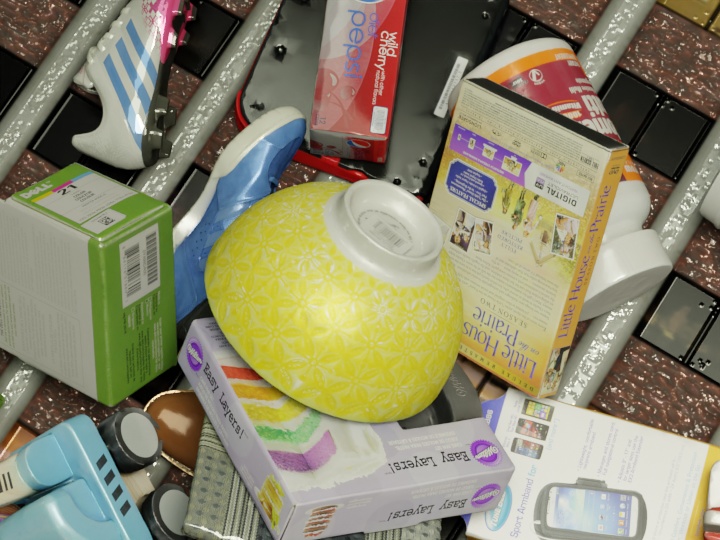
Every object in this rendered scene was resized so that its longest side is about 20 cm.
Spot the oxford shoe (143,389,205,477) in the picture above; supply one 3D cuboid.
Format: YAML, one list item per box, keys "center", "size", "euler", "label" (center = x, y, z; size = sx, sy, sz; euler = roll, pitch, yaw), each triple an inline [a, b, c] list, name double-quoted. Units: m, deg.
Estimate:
- center: [-0.078, 0.138, 1.446]
  size: [0.200, 0.071, 0.071]
  euler: [21, 79, 11]
  label: "oxford shoe"

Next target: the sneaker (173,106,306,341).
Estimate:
- center: [-0.082, -0.023, 1.479]
  size: [0.111, 0.077, 0.200]
  euler: [39, 90, 18]
  label: "sneaker"

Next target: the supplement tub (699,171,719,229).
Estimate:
- center: [0.371, -0.039, 1.422]
  size: [0.200, 0.145, 0.145]
  euler: [34, 80, 12]
  label: "supplement tub"

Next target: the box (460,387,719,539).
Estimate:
- center: [0.168, 0.167, 1.437]
  size: [0.200, 0.041, 0.119]
  euler: [16, 77, 10]
  label: "box"

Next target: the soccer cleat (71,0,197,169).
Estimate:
- center: [-0.186, -0.181, 1.539]
  size: [0.086, 0.070, 0.200]
  euler: [7, 76, 6]
  label: "soccer cleat"

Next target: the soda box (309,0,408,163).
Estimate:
- center: [0.003, -0.191, 1.501]
  size: [0.063, 0.070, 0.200]
  euler: [8, 77, 1]
  label: "soda box"

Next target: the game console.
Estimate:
- center: [0.007, -0.171, 1.548]
  size: [0.177, 0.031, 0.200]
  euler: [22, 78, 5]
  label: "game console"

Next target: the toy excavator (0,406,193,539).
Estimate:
- center: [-0.237, 0.157, 1.362]
  size: [0.100, 0.200, 0.195]
  euler: [-30, 87, 35]
  label: "toy excavator"

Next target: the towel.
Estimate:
- center: [-0.028, 0.150, 1.388]
  size: [0.192, 0.035, 0.200]
  euler: [18, 39, -7]
  label: "towel"

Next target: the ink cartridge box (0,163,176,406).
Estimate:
- center: [-0.240, -0.007, 1.452]
  size: [0.200, 0.148, 0.076]
  euler: [25, 39, 31]
  label: "ink cartridge box"

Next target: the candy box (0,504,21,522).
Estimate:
- center: [-0.326, 0.192, 1.392]
  size: [0.117, 0.200, 0.056]
  euler: [-55, 34, -11]
  label: "candy box"

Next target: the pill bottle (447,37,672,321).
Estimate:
- center: [0.155, -0.069, 1.464]
  size: [0.109, 0.110, 0.200]
  euler: [-25, 75, -3]
  label: "pill bottle"

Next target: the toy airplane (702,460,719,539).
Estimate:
- center: [0.337, 0.190, 1.346]
  size: [0.199, 0.141, 0.200]
  euler: [-34, 86, -16]
  label: "toy airplane"

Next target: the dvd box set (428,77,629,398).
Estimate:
- center: [0.111, -0.025, 1.415]
  size: [0.146, 0.029, 0.200]
  euler: [30, 116, 37]
  label: "dvd box set"

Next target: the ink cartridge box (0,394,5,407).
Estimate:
- center: [-0.393, 0.146, 1.464]
  size: [0.148, 0.076, 0.200]
  euler: [28, 82, 10]
  label: "ink cartridge box"

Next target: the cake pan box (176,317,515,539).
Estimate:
- center: [-0.008, 0.105, 1.384]
  size: [0.200, 0.052, 0.184]
  euler: [-4, 48, -32]
  label: "cake pan box"

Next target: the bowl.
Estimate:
- center: [0.000, 0.000, 1.363]
  size: [0.200, 0.108, 0.200]
  euler: [21, 38, -18]
  label: "bowl"
